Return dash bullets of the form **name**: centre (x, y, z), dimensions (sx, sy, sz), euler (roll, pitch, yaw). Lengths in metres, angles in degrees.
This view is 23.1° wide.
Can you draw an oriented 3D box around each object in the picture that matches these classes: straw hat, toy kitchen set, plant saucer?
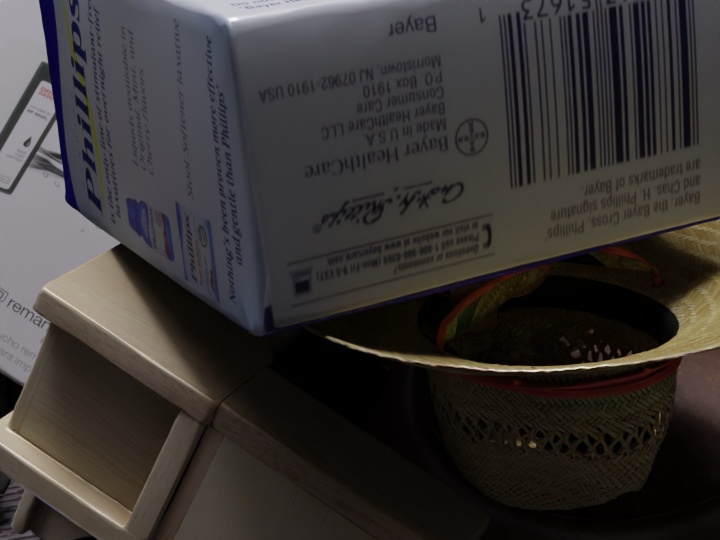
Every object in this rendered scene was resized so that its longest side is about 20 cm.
- **straw hat**: centre (0.066, 0.035, 0.612), dimensions (0.201, 0.085, 0.201), euler (-4, 18, 1)
- **toy kitchen set**: centre (-0.036, 0.084, 0.721), dimensions (0.180, 0.163, 0.200), euler (32, 28, 11)
- **plant saucer**: centre (0.100, 0.054, 0.714), dimensions (0.200, 0.035, 0.200), euler (-4, 42, 3)

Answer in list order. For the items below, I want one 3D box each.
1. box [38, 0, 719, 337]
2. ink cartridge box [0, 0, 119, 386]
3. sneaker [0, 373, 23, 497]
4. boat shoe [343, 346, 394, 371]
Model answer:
- **box**: centre (0.001, -0.069, 0.638), dimensions (0.184, 0.105, 0.200), euler (-14, 21, -23)
- **ink cartridge box**: centre (-0.125, -0.052, 0.825), dimensions (0.146, 0.200, 0.084), euler (32, 13, -3)
- **sneaker**: centre (-0.194, 0.049, 0.864), dimensions (0.086, 0.080, 0.200), euler (-8, 27, -24)
- **boat shoe**: centre (-0.012, -0.009, 0.853), dimensions (0.200, 0.065, 0.073), euler (34, 85, 34)
